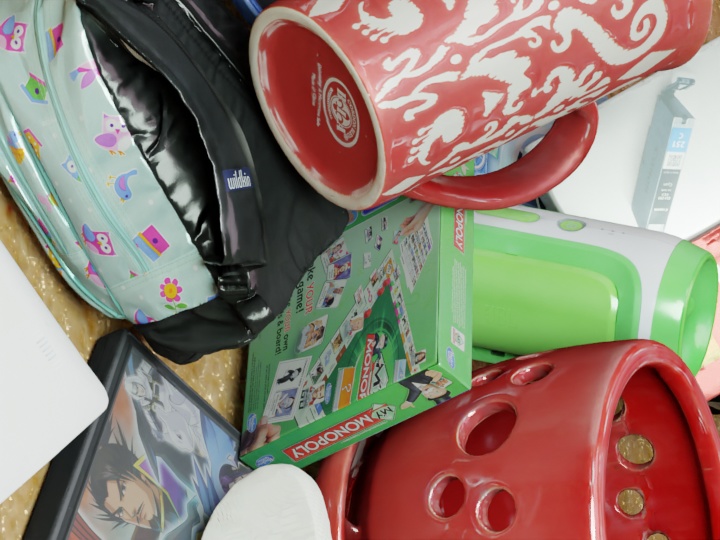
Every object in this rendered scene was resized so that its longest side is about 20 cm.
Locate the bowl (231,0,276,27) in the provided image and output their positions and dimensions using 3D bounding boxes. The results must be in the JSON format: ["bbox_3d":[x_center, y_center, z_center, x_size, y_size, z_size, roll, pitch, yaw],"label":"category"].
[{"bbox_3d":[0.010,-0.192,1.465,0.199,0.039,0.202,1,88,-21],"label":"bowl"}]

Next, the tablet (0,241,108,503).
[{"bbox_3d":[-0.206,0.011,1.314,0.201,0.014,0.130,56,39,-7],"label":"tablet"}]

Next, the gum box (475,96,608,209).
[{"bbox_3d":[0.107,-0.057,1.678,0.200,0.044,0.170,54,38,-24],"label":"gum box"}]

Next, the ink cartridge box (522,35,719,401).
[{"bbox_3d":[0.219,-0.040,1.599,0.177,0.199,0.045,60,-2,6],"label":"ink cartridge box"}]

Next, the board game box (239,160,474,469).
[{"bbox_3d":[0.000,0.000,1.475,0.029,0.134,0.201,38,40,-36],"label":"board game box"}]

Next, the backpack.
[{"bbox_3d":[-0.107,-0.066,1.402,0.201,0.126,0.167,57,28,-15],"label":"backpack"}]

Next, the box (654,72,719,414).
[{"bbox_3d":[0.246,-0.013,1.726,0.200,0.122,0.200,21,74,-71],"label":"box"}]

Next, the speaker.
[{"bbox_3d":[0.092,0.008,1.545,0.088,0.199,0.089,11,90,-69],"label":"speaker"}]

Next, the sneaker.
[{"bbox_3d":[-0.032,0.199,1.385,0.088,0.075,0.201,24,60,-59],"label":"sneaker"}]

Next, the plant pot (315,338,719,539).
[{"bbox_3d":[0.081,0.143,1.464,0.200,0.181,0.202,-7,90,-65],"label":"plant pot"}]

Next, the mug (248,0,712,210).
[{"bbox_3d":[0.062,-0.100,1.377,0.199,0.133,0.178,-29,109,-28],"label":"mug"}]

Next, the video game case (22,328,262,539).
[{"bbox_3d":[-0.091,0.159,1.395,0.181,0.025,0.201,44,44,-29],"label":"video game case"}]
